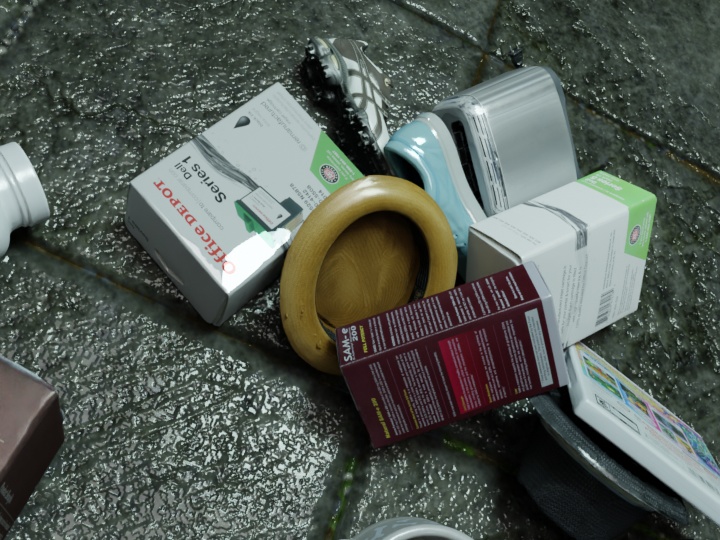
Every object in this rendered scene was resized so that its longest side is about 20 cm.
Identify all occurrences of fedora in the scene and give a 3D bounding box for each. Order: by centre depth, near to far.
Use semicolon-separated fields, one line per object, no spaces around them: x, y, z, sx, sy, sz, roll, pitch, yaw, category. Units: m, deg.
0.218;0.202;0.762;0.199;0.201;0.092;37;100;-2;fedora
0.000;0.000;0.770;0.196;0.082;0.206;-9;115;-20;fedora

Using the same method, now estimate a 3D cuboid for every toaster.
0.159;-0.137;0.874;0.127;0.113;0.205;-22;106;-23;toaster

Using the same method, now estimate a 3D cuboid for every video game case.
0.291;0.160;0.804;0.198;0.024;0.182;37;17;-2;video game case

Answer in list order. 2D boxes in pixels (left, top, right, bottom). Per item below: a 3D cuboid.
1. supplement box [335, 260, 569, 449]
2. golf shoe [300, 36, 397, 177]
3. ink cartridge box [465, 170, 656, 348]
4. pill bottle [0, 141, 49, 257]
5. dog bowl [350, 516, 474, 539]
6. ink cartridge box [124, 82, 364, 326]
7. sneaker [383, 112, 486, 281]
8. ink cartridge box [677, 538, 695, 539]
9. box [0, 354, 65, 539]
0.085;0.080;0.727;0.195;0.111;0.061;-19;33;3;supplement box
0.010;-0.182;0.882;0.093;0.078;0.204;-18;76;-26;golf shoe
0.207;0.000;0.828;0.197;0.149;0.084;-21;37;-27;ink cartridge box
-0.372;-0.038;0.661;0.198;0.104;0.105;-29;79;-29;pill bottle
0.055;0.321;0.691;0.195;0.059;0.205;8;65;-16;dog bowl
-0.113;-0.068;0.781;0.146;0.084;0.200;46;60;4;ink cartridge box
0.079;-0.059;0.841;0.081;0.074;0.203;-30;100;-24;sneaker
0.238;0.362;0.734;0.193;0.047;0.206;3;95;-20;ink cartridge box
-0.336;0.152;0.556;0.162;0.166;0.203;29;60;-5;box
